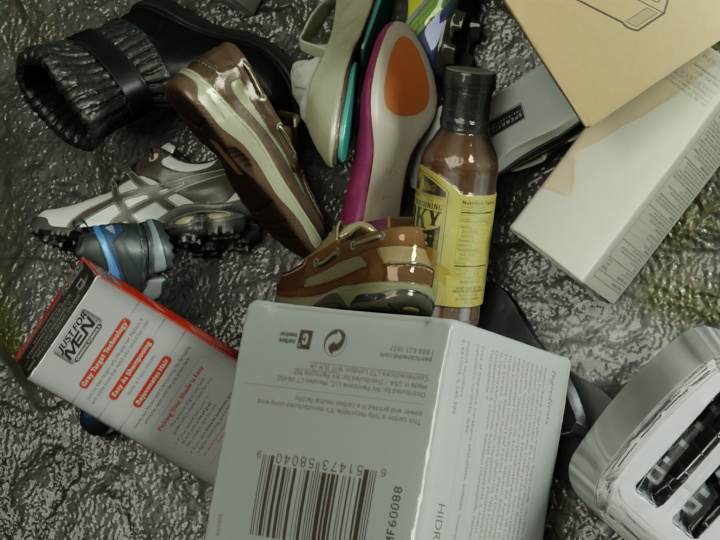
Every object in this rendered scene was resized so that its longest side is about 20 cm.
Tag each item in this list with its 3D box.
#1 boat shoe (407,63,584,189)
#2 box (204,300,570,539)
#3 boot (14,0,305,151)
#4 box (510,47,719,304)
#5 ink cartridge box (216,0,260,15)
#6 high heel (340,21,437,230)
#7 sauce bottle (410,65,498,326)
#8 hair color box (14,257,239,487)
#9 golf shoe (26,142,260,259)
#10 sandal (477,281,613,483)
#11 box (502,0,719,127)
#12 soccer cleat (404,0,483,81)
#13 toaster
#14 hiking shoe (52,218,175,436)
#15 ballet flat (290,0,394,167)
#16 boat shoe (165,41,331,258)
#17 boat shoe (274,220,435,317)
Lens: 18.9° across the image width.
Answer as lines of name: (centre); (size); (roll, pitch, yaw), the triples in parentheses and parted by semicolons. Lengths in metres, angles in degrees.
boat shoe: (0.119, -0.107, 1.709); (0.200, 0.064, 0.071); (-22, 71, 41)
box: (0.023, 0.138, 1.621); (0.199, 0.171, 0.201); (4, 80, 38)
boot: (-0.163, -0.146, 1.781); (0.211, 0.158, 0.080); (26, 129, 30)
box: (0.213, -0.080, 1.657); (0.078, 0.095, 0.200); (39, 93, 24)
ink cartridge box: (-0.121, -0.338, 1.846); (0.146, 0.084, 0.200); (26, 89, 24)
high heel: (0.012, -0.096, 1.741); (0.096, 0.067, 0.201); (-5, 88, 57)
sauce bottle: (0.073, -0.056, 1.667); (0.065, 0.065, 0.201); (10, 101, 23)
hair color box: (-0.161, 0.085, 1.718); (0.102, 0.200, 0.061); (-55, 25, 2)
golf shoe: (-0.181, -0.058, 1.821); (0.199, 0.078, 0.095); (-3, 74, 10)
sandal: (0.134, 0.092, 1.678); (0.076, 0.043, 0.200); (-46, 67, 7)
box: (0.177, -0.230, 1.570); (0.163, 0.021, 0.200); (-33, 91, 1)
soccer cleat: (0.068, -0.252, 1.766); (0.083, 0.065, 0.201); (11, 83, 29)
toaster: (0.244, 0.126, 1.567); (0.114, 0.129, 0.200); (42, 96, -6)
hiking shoe: (-0.215, 0.044, 1.772); (0.074, 0.086, 0.201); (-124, 44, -57)
ballet flat: (-0.023, -0.166, 1.752); (0.069, 0.070, 0.200); (0, 50, 21)
boat shoe: (-0.070, -0.097, 1.732); (0.075, 0.202, 0.075); (-47, 36, -16)
boat shoe: (0.000, 0.000, 1.675); (0.200, 0.075, 0.074); (-4, 79, 59)
